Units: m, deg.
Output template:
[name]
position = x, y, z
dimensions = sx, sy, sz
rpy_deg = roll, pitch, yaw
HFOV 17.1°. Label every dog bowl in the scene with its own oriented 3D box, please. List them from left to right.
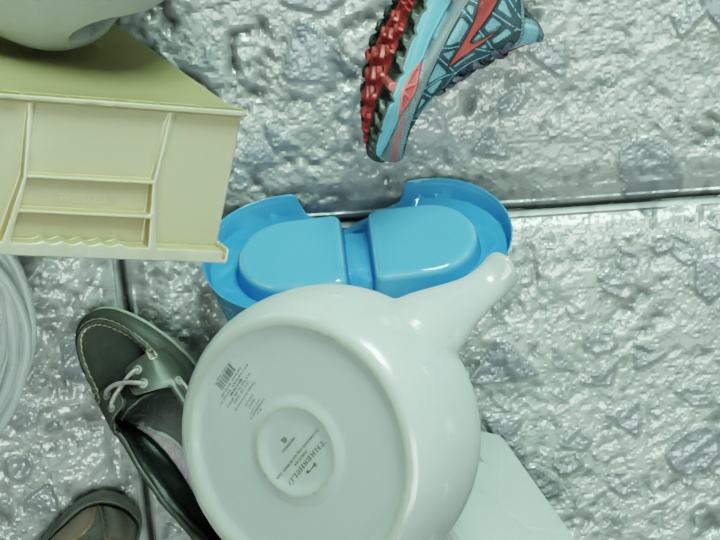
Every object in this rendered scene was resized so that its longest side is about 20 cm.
[dog bowl]
position = 0.000, 0.000, 1.540
dimensions = 0.199, 0.112, 0.050
rpy_deg = -7, 132, 0

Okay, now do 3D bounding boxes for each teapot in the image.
[teapot]
position = -0.003, 0.098, 1.462
dimensions = 0.199, 0.146, 0.198
rpy_deg = -3, 97, 31

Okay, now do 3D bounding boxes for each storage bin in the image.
[storage bin]
position = -0.199, -0.086, 1.386
dimensions = 0.198, 0.200, 0.094
rpy_deg = 2, 112, -33

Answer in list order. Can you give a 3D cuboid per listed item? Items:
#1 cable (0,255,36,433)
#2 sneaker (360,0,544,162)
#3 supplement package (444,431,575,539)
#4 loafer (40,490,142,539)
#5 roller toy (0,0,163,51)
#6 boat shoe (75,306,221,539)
[cable]
position = -0.308, 0.039, 1.518
dimensions = 0.199, 0.069, 0.201
rpy_deg = 6, 93, -22
[sneaker]
position = 0.066, -0.145, 1.480
dimensions = 0.095, 0.079, 0.200
rpy_deg = 18, 116, -15
[supplement package]
position = 0.027, 0.222, 1.604
dimensions = 0.200, 0.151, 0.152
rpy_deg = -48, 146, 20
[loafer]
position = -0.223, 0.240, 1.676
dimensions = 0.072, 0.063, 0.200
rpy_deg = 31, 112, -21
[roller toy]
position = -0.172, -0.225, 1.352
dimensions = 0.140, 0.183, 0.200
rpy_deg = -27, 145, 32
[boat shoe]
position = -0.123, 0.107, 1.567
dimensions = 0.067, 0.057, 0.200
rpy_deg = -40, 83, 18
